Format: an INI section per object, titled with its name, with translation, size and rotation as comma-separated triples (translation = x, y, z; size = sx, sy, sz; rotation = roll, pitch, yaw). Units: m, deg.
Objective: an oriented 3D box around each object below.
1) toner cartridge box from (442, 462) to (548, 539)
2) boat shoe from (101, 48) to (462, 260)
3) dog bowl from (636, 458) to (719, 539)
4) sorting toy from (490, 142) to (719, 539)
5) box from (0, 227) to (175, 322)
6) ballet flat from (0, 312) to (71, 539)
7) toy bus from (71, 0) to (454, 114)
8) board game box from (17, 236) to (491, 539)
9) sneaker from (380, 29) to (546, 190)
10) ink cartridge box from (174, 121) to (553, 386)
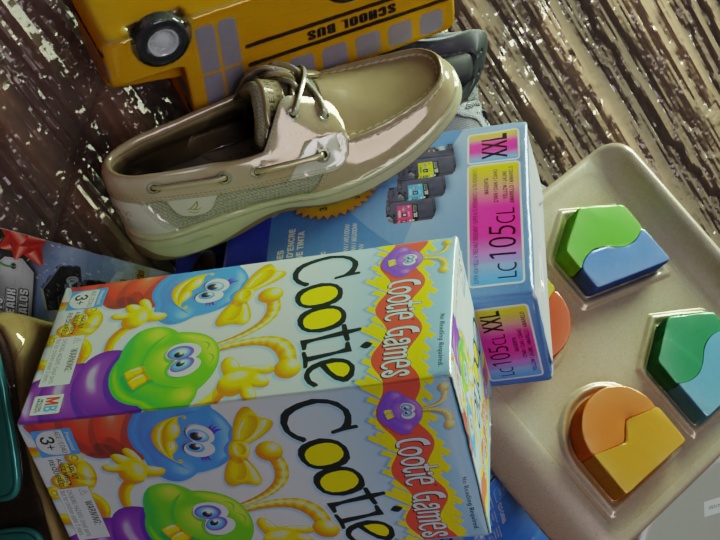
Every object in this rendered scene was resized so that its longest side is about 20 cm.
[toner cartridge box]
translation = 0.089, 0.166, 0.959
size = 0.095, 0.043, 0.200
rotation = -49, 144, -24
[boat shoe]
translation = -0.040, -0.074, 0.824
size = 0.200, 0.072, 0.065
rotation = -23, 138, -4
[dog bowl]
translation = 0.234, 0.196, 1.094
size = 0.200, 0.059, 0.201
rotation = -4, 98, -31
[sorting toy]
translation = 0.141, 0.042, 0.894
size = 0.200, 0.036, 0.185
rotation = -38, 83, -22
[box]
translation = -0.161, 0.089, 0.830
size = 0.137, 0.040, 0.201
rotation = 17, 76, -32
[ballet flat]
translation = -0.157, 0.120, 0.769
size = 0.063, 0.069, 0.201
rotation = -1, 87, -48
[toy bus]
translation = -0.051, -0.144, 0.851
size = 0.200, 0.065, 0.078
rotation = -22, 137, -13
[board game box]
translation = -0.043, 0.065, 0.742
size = 0.199, 0.105, 0.103
rotation = -7, 127, 10
[sneaker]
translation = 0.069, -0.086, 0.947
size = 0.200, 0.075, 0.114
rotation = 18, 89, -29
[ink cartridge box]
translation = 0.000, 0.000, 0.843
size = 0.137, 0.199, 0.076
rotation = -87, 163, -44
